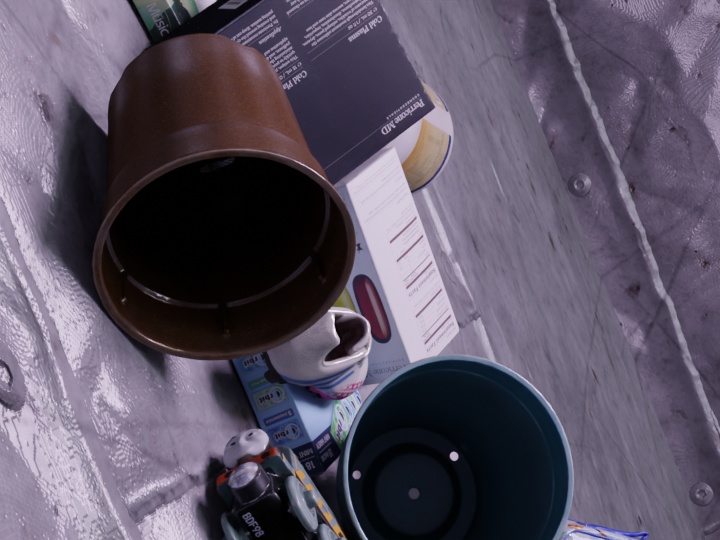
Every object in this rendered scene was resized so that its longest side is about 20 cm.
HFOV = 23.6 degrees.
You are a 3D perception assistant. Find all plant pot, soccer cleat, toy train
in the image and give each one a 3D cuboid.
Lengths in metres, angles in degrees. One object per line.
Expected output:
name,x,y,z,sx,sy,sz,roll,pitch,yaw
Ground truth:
plant pot,0.066,0.189,1.521,0.188,0.198,0.202,130,-59,-74
plant pot,-0.117,-0.070,1.355,0.201,0.199,0.199,54,13,-39
soccer cleat,-0.017,0.070,1.499,0.200,0.086,0.071,11,58,-69
toy train,-0.050,0.217,1.380,0.201,0.085,0.114,58,7,-27

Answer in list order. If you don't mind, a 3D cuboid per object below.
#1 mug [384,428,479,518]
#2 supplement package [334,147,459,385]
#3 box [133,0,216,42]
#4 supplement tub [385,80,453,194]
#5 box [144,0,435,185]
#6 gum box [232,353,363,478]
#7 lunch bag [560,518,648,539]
mug,0.074,0.188,1.707,0.200,0.147,0.177,35,32,-50
supplement package,0.000,0.000,1.686,0.109,0.113,0.202,-41,115,-54
box,-0.161,-0.228,1.673,0.201,0.036,0.145,61,16,-21
supplement tub,0.016,-0.167,1.981,0.200,0.143,0.146,18,51,-70
box,-0.064,-0.176,1.598,0.104,0.199,0.183,16,-41,61
gum box,-0.066,0.076,1.567,0.202,0.044,0.170,66,17,-3
lunch bag,0.275,0.374,2.022,0.199,0.075,0.162,19,84,-33
